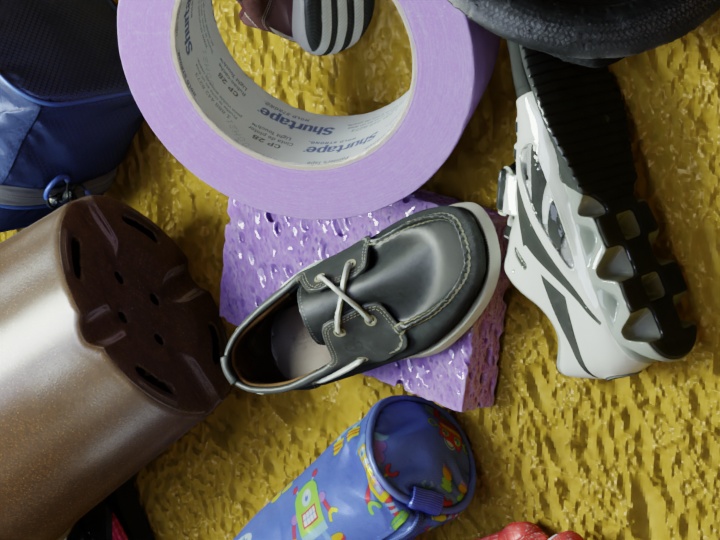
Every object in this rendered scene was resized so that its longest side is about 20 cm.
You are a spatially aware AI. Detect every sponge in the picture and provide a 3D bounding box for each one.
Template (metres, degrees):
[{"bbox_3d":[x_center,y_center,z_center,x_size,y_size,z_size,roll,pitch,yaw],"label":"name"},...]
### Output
[{"bbox_3d":[0.000,0.000,1.518,0.200,0.030,0.112,20,111,40],"label":"sponge"}]

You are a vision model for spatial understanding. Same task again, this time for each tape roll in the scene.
[{"bbox_3d":[-0.028,-0.130,1.432,0.199,0.066,0.201,7,120,13],"label":"tape roll"}]

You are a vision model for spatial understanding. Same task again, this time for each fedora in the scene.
[{"bbox_3d":[0.100,-0.173,1.334,0.201,0.200,0.092,55,162,22],"label":"fedora"}]

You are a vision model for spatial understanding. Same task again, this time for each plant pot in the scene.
[{"bbox_3d":[-0.196,0.068,1.604,0.198,0.200,0.201,-33,74,25],"label":"plant pot"}]

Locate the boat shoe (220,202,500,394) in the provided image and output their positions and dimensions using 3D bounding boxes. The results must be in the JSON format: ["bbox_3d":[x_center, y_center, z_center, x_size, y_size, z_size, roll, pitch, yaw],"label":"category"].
[{"bbox_3d":[0.001,0.021,1.451,0.200,0.067,0.072,-29,75,45],"label":"boat shoe"}]

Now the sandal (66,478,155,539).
[{"bbox_3d":[-0.163,0.181,1.693,0.075,0.045,0.201,-32,75,40],"label":"sandal"}]

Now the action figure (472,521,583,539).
[{"bbox_3d":[0.057,0.192,1.486,0.200,0.052,0.066,-38,67,38],"label":"action figure"}]

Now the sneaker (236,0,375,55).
[{"bbox_3d":[-0.052,-0.226,1.501,0.115,0.075,0.201,14,107,45],"label":"sneaker"}]

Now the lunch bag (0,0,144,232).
[{"bbox_3d":[-0.223,-0.113,1.640,0.200,0.136,0.133,52,128,23],"label":"lunch bag"}]

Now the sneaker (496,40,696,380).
[{"bbox_3d":[0.100,-0.037,1.385,0.088,0.074,0.201,-22,81,41],"label":"sneaker"}]

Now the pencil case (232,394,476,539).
[{"bbox_3d":[-0.015,0.154,1.524,0.200,0.078,0.087,-46,42,38],"label":"pencil case"}]
